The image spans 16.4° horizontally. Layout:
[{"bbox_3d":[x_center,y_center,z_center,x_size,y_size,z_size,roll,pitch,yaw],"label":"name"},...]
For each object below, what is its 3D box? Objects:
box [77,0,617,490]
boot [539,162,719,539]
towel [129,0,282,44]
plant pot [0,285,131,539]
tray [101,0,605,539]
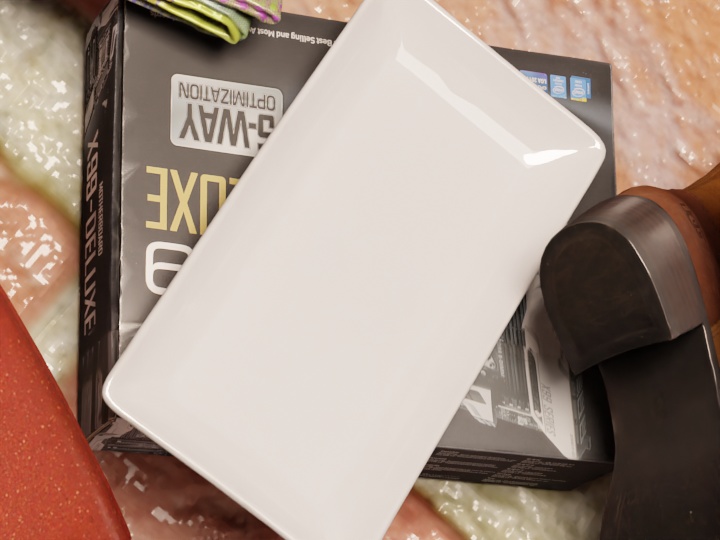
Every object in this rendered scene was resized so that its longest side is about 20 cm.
[{"bbox_3d":[-0.002,-0.008,0.905,0.199,0.050,0.159,8,71,-22],"label":"box"},{"bbox_3d":[0.147,0.049,0.933,0.200,0.068,0.189,-21,87,-57],"label":"boot"},{"bbox_3d":[-0.117,-0.159,0.889,0.199,0.023,0.144,21,39,-14],"label":"towel"},{"bbox_3d":[-0.188,0.077,0.719,0.176,0.200,0.200,44,60,-17],"label":"plant pot"},{"bbox_3d":[0.000,0.000,0.862,0.107,0.022,0.200,37,62,-9],"label":"tray"}]
